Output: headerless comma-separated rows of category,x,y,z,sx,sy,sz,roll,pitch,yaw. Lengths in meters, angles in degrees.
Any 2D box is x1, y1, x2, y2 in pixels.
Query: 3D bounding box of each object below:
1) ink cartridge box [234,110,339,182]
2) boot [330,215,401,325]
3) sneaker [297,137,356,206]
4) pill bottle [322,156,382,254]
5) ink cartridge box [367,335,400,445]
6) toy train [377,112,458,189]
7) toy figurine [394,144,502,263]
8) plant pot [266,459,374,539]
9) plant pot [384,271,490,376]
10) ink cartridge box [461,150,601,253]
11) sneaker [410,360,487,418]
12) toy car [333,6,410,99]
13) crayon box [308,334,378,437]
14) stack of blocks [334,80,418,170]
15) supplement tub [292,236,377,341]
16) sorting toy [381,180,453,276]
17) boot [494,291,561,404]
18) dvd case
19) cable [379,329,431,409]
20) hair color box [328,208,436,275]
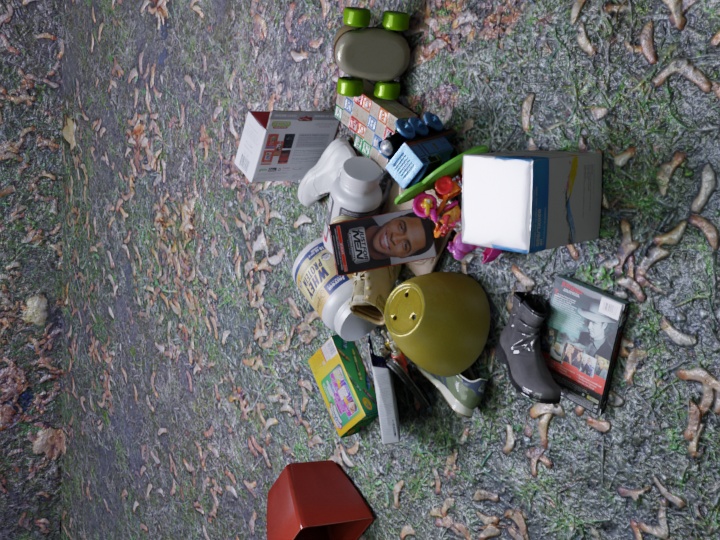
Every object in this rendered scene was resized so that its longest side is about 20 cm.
ink cartridge box,-0.160,-0.296,1.894,0.084,0.197,0.178,47,128,35
boot,0.000,0.000,1.715,0.072,0.200,0.158,-16,43,37
sneaker,-0.071,-0.199,1.909,0.089,0.075,0.201,52,131,15
pill bottle,-0.014,-0.132,1.780,0.111,0.109,0.203,49,143,33
ink cartridge box,0.050,0.239,1.758,0.200,0.040,0.205,-35,-64,-88
toy train,0.114,-0.225,1.591,0.115,0.199,0.087,52,127,11
toy figurine,0.188,-0.096,1.547,0.187,0.197,0.150,62,180,7
plant pot,-0.116,0.560,1.988,0.201,0.196,0.178,-57,44,37
plant pot,0.126,0.089,1.611,0.198,0.140,0.205,-17,65,42
ink cartridge box,0.282,-0.119,1.393,0.146,0.197,0.148,12,107,47
sneaker,0.179,0.192,1.677,0.200,0.066,0.091,48,114,41
toy car,0.008,-0.460,1.752,0.201,0.154,0.168,-119,33,-63
crayon box,-0.037,0.262,1.939,0.119,0.057,0.203,-45,62,44
stack of blocks,0.026,-0.308,1.771,0.200,0.058,0.117,43,132,37
supplement tub,-0.045,0.039,1.851,0.201,0.142,0.146,50,130,33
sorting toy,0.117,-0.102,1.726,0.186,0.036,0.203,48,134,34
boot,0.298,0.129,1.477,0.201,0.068,0.134,-126,44,-55
dvd case,0.375,0.126,1.456,0.145,0.022,0.205,26,116,45
cable,0.101,0.209,1.698,0.050,0.201,0.097,-38,25,3
hair color box,0.041,-0.057,1.646,0.061,0.195,0.104,-172,70,-87
